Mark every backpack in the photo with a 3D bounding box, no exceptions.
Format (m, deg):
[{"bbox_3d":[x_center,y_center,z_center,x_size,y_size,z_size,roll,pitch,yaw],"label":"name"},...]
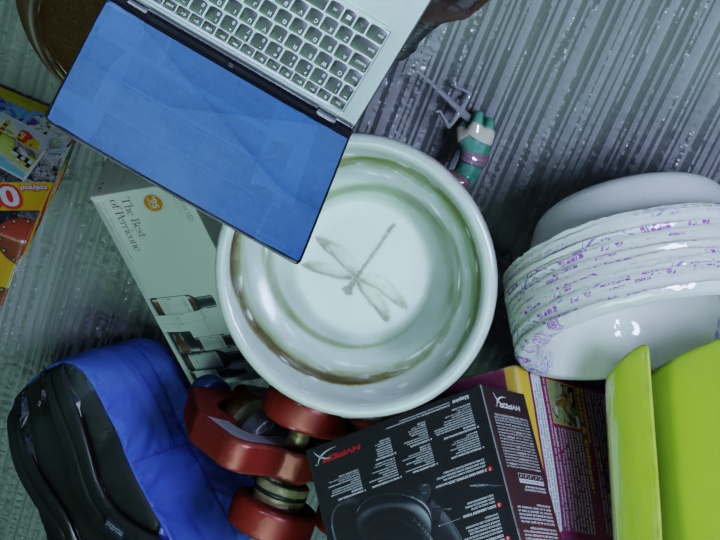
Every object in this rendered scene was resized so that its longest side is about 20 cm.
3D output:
[{"bbox_3d":[-0.182,0.159,1.951,0.162,0.168,0.201,-38,79,40],"label":"backpack"}]

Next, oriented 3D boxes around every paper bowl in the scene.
[{"bbox_3d":[0.198,0.001,1.712,0.200,0.105,0.201,-10,162,-3],"label":"paper bowl"}]

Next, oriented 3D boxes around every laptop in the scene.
[{"bbox_3d":[-0.069,-0.147,1.553,0.187,0.116,0.200,29,103,-11],"label":"laptop"}]

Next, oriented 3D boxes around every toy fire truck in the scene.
[{"bbox_3d":[-0.051,0.130,1.852,0.199,0.168,0.113,10,103,-38],"label":"toy fire truck"}]

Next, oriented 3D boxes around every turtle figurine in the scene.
[{"bbox_3d":[0.033,-0.047,1.760,0.149,0.101,0.200,-10,133,22],"label":"turtle figurine"}]

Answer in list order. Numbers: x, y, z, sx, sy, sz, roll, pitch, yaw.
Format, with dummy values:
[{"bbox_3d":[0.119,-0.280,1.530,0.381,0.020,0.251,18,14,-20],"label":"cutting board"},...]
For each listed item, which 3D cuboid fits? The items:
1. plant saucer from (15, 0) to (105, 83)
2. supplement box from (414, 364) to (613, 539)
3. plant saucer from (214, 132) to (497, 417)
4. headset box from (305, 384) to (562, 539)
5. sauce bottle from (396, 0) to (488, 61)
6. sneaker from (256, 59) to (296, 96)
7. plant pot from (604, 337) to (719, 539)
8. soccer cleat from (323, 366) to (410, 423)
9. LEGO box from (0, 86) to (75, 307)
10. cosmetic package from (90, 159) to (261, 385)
[{"bbox_3d":[-0.156,-0.177,1.736,0.199,0.035,0.201,8,131,9],"label":"plant saucer"},{"bbox_3d":[0.126,0.153,1.821,0.103,0.132,0.200,-17,162,27],"label":"supplement box"},{"bbox_3d":[0.000,0.000,1.688,0.199,0.050,0.201,3,104,11],"label":"plant saucer"},{"bbox_3d":[0.061,0.199,1.690,0.148,0.201,0.077,-23,162,25],"label":"headset box"},{"bbox_3d":[0.077,-0.211,1.620,0.066,0.066,0.200,35,129,-16],"label":"sauce bottle"},{"bbox_3d":[-0.043,-0.159,1.656,0.069,0.100,0.201,17,119,7],"label":"sneaker"},{"bbox_3d":[0.267,0.151,1.737,0.181,0.200,0.200,-4,163,5],"label":"plant pot"},{"bbox_3d":[-0.018,0.054,1.799,0.077,0.200,0.070,5,110,-20],"label":"soccer cleat"},{"bbox_3d":[-0.325,-0.079,1.788,0.199,0.149,0.077,22,132,-5],"label":"LEGO box"},{"bbox_3d":[-0.128,0.000,1.871,0.082,0.051,0.200,-10,127,22],"label":"cosmetic package"}]
